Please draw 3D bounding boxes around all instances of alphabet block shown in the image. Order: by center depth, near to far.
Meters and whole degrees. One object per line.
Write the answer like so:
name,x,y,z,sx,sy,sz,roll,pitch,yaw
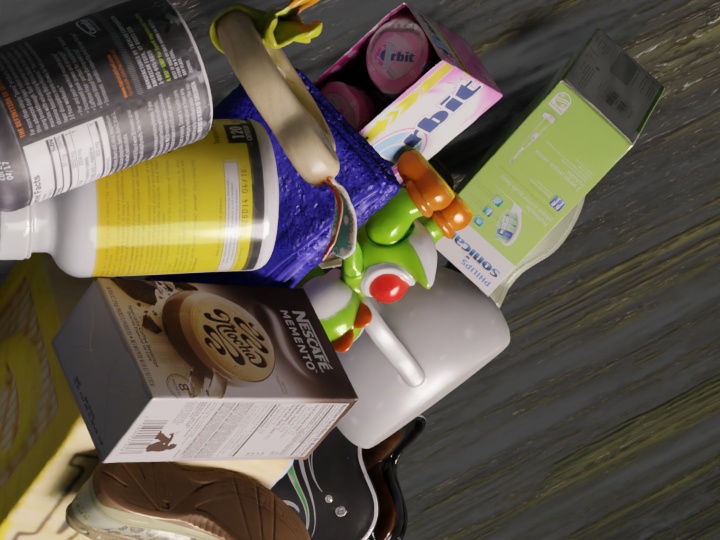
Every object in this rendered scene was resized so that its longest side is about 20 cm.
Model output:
alphabet block,-0.204,0.124,1.585,0.199,0.196,0.197,15,127,-37

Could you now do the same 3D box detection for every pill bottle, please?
pill bottle,-0.207,-0.106,1.324,0.199,0.107,0.107,-22,154,-19
pill bottle,-0.165,-0.052,1.430,0.198,0.113,0.112,-3,146,-16

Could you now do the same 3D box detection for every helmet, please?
helmet,-0.034,0.190,1.964,0.198,0.193,0.200,1,168,0

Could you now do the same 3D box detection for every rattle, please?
rattle,-0.010,-0.123,1.404,0.142,0.201,0.131,-27,150,-8

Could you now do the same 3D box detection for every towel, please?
towel,-0.084,-0.050,1.532,0.200,0.148,0.050,-42,-169,18

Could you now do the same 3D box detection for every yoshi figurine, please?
yoshi figurine,-0.010,-0.011,1.613,0.200,0.112,0.112,-46,-169,1

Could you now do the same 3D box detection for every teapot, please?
teapot,0.029,0.056,1.795,0.197,0.147,0.200,-31,173,-41

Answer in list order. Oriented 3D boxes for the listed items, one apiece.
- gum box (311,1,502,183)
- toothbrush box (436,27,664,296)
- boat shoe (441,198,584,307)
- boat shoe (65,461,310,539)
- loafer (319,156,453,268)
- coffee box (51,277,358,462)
gum box,0.002,-0.115,1.595,0.200,0.066,0.113,-40,155,17
toothbrush box,0.160,-0.095,1.724,0.200,0.086,0.146,-47,-178,30
boat shoe,0.136,-0.024,1.920,0.201,0.061,0.072,-49,120,0
boat shoe,-0.126,0.192,1.499,0.199,0.074,0.063,25,129,-29
loafer,-0.007,-0.038,1.715,0.199,0.076,0.069,-20,147,-26
coffee box,-0.114,0.075,1.472,0.199,0.114,0.080,3,137,-44
